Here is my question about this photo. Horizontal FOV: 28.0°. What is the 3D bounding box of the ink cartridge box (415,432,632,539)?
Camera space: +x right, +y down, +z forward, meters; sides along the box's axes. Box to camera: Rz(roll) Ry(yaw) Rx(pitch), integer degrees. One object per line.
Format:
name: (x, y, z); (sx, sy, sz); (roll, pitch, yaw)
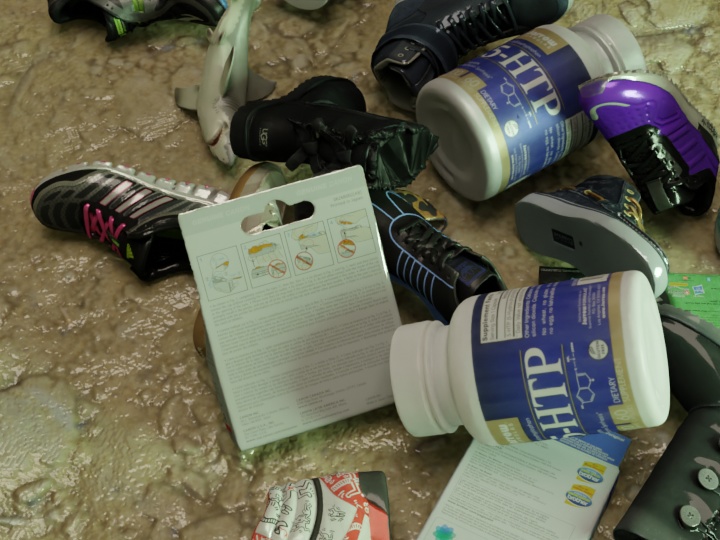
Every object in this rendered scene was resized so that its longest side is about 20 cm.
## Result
ink cartridge box: (0.124, 0.192, 1.136); (0.119, 0.042, 0.200); (21, 55, 18)

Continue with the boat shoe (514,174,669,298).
boat shoe: (0.224, -0.037, 1.263); (0.090, 0.071, 0.200); (-23, 28, -20)

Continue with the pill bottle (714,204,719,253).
pill bottle: (0.376, -0.085, 1.251); (0.110, 0.201, 0.111); (0, 51, 0)

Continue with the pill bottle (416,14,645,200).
pill bottle: (0.164, -0.160, 1.357); (0.199, 0.120, 0.120); (-29, 57, -21)

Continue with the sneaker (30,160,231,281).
sneaker: (-0.207, -0.039, 1.305); (0.198, 0.074, 0.088); (10, 46, 3)

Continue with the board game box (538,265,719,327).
board game box: (0.255, 0.047, 1.262); (0.198, 0.024, 0.105); (3, 51, 4)

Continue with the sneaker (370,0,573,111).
sneaker: (0.103, -0.224, 1.416); (0.201, 0.077, 0.147); (-6, 40, 32)

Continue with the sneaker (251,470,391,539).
sneaker: (-0.026, 0.243, 1.085); (0.107, 0.067, 0.202); (-4, 48, -1)

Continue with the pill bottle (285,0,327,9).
pill bottle: (-0.018, -0.370, 1.541); (0.111, 0.112, 0.200); (24, 56, 19)

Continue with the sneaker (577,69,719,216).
sneaker: (0.266, -0.105, 1.295); (0.069, 0.200, 0.100); (-14, 63, 40)

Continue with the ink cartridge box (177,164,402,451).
ink cartridge box: (-0.054, 0.030, 1.187); (0.161, 0.050, 0.201); (-16, 97, -12)

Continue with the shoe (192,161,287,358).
shoe: (-0.092, -0.009, 1.280); (0.053, 0.070, 0.201); (0, 58, 25)

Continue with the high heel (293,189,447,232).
high heel: (0.000, 0.000, 1.273); (0.142, 0.072, 0.201); (5, 47, 6)

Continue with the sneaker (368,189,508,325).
sneaker: (0.070, -0.005, 1.235); (0.070, 0.078, 0.200); (-37, 79, -30)

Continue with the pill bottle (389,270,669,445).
pill bottle: (0.130, 0.073, 1.122); (0.199, 0.120, 0.120); (-10, 49, 20)

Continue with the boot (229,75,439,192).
boot: (-0.005, -0.125, 1.314); (0.162, 0.074, 0.198); (13, 21, 31)

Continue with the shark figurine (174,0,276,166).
shark figurine: (-0.109, -0.213, 1.427); (0.089, 0.216, 0.128); (14, 7, -36)

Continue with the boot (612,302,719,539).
boot: (0.248, 0.141, 1.146); (0.164, 0.066, 0.200); (31, 62, 9)

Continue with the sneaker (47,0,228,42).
sneaker: (-0.231, -0.272, 1.503); (0.198, 0.071, 0.083); (7, 66, 8)
